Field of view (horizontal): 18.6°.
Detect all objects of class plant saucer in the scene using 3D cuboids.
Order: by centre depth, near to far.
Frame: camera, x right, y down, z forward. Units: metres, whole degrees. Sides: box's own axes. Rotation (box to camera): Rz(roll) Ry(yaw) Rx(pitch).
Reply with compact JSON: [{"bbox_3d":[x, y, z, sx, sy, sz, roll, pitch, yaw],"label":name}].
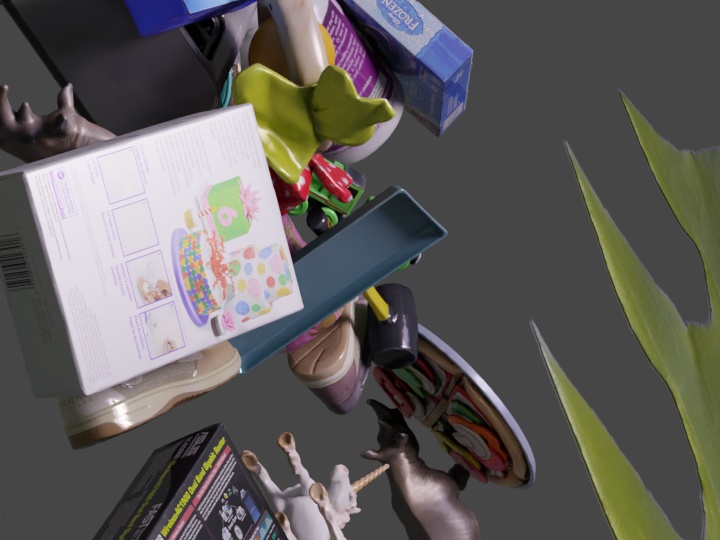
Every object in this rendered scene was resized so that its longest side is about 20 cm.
[{"bbox_3d":[-0.033,0.006,1.659,0.070,0.200,0.019,42,18,-45],"label":"plant saucer"}]

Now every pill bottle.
[{"bbox_3d":[-0.055,-0.189,1.911,0.200,0.112,0.113,48,28,-39],"label":"pill bottle"}]

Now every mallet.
[{"bbox_3d":[0.000,0.000,1.727,0.200,0.041,0.066,60,23,-48],"label":"mallet"}]

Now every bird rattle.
[{"bbox_3d":[-0.038,-0.130,1.588,0.200,0.112,0.164,87,-9,-84],"label":"bird rattle"}]

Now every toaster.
[{"bbox_3d":[-0.174,-0.208,1.651,0.200,0.118,0.181,56,23,-22],"label":"toaster"}]

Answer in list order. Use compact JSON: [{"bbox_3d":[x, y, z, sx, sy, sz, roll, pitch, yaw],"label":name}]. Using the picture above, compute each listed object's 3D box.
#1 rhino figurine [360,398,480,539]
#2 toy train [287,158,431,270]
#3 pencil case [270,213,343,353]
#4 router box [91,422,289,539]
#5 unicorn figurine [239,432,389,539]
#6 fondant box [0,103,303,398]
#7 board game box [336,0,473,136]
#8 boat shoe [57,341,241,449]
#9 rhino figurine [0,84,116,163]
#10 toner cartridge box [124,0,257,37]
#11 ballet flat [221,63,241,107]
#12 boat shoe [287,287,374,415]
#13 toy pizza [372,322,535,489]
[{"bbox_3d":[0.058,0.193,1.857,0.201,0.060,0.087,61,25,-9],"label":"rhino figurine"},{"bbox_3d":[-0.029,-0.065,1.822,0.199,0.057,0.042,29,27,-13],"label":"toy train"},{"bbox_3d":[-0.091,-0.027,1.703,0.200,0.083,0.087,55,8,-26],"label":"pencil case"},{"bbox_3d":[-0.107,0.214,1.454,0.150,0.062,0.200,62,22,-14],"label":"router box"},{"bbox_3d":[-0.034,0.185,1.641,0.201,0.073,0.138,-93,160,-48],"label":"unicorn figurine"},{"bbox_3d":[-0.139,-0.015,1.428,0.199,0.058,0.145,-21,100,-43],"label":"fondant box"},{"bbox_3d":[0.012,-0.221,1.980,0.199,0.043,0.200,43,-7,8],"label":"board game box"},{"bbox_3d":[-0.146,0.066,1.509,0.200,0.072,0.065,-25,92,-63],"label":"boat shoe"},{"bbox_3d":[-0.183,-0.052,1.495,0.200,0.087,0.060,54,25,-29],"label":"rhino figurine"},{"bbox_3d":[-0.121,-0.228,1.576,0.095,0.043,0.200,66,22,-5],"label":"toner cartridge box"},{"bbox_3d":[-0.140,-0.216,1.805,0.201,0.070,0.065,69,18,2],"label":"ballet flat"},{"bbox_3d":[-0.020,0.043,1.825,0.200,0.071,0.065,-86,158,-56],"label":"boat shoe"},{"bbox_3d":[0.069,0.117,1.867,0.200,0.032,0.200,43,-17,16],"label":"toy pizza"}]
